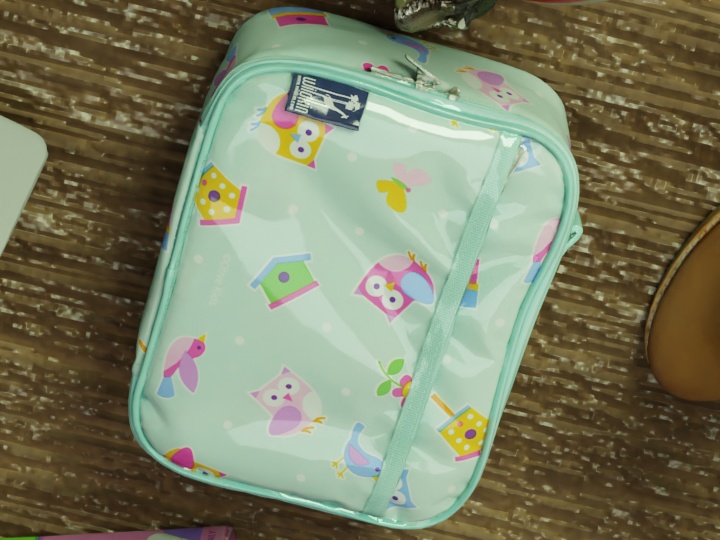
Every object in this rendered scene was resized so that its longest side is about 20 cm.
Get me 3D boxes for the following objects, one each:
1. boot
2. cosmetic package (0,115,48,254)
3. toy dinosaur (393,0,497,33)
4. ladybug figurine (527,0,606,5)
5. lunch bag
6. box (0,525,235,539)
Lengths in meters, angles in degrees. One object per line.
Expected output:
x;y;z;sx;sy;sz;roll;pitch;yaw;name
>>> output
0.171;0.027;1.091;0.200;0.155;0.077;-29;108;35;boot
-0.257;0.006;1.106;0.200;0.168;0.166;27;125;-8;cosmetic package
0.090;-0.164;1.086;0.200;0.047;0.088;-25;113;17;toy dinosaur
0.039;-0.171;1.019;0.200;0.072;0.136;45;130;30;ladybug figurine
0.000;0.000;1.148;0.160;0.077;0.200;17;114;-3;lunch bag
-0.154;0.193;1.191;0.199;0.176;0.097;-4;114;6;box
